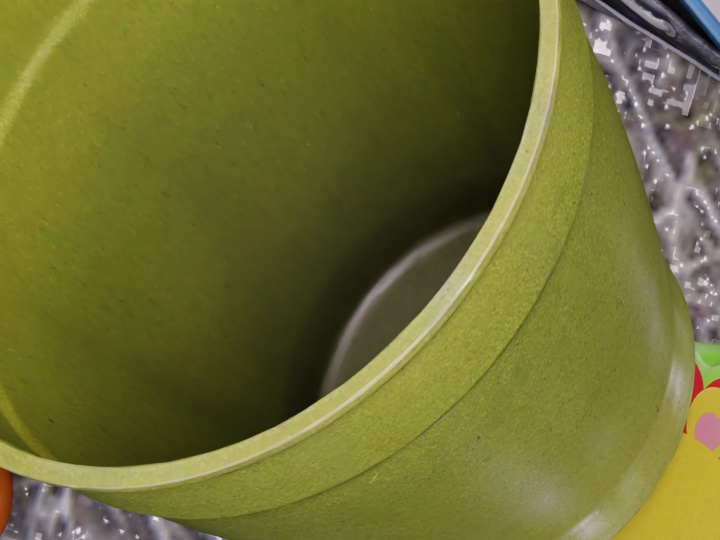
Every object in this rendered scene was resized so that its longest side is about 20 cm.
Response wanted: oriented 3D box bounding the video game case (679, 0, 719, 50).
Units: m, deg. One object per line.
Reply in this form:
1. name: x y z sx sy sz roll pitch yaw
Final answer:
1. video game case: 0.142 -0.161 0.742 0.200 0.018 0.143 -41 120 5

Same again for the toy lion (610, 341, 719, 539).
1. toy lion: 0.086 0.129 0.840 0.068 0.192 0.200 8 136 -36

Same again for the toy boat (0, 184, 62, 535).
1. toy boat: -0.157 0.046 0.849 0.200 0.131 0.131 -40 123 2

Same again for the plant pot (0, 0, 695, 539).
1. plant pot: 0.000 0.000 0.768 0.199 0.193 0.201 -13 59 23

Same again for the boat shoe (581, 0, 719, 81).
1. boat shoe: 0.142 -0.078 0.857 0.199 0.068 0.072 30 93 -4
